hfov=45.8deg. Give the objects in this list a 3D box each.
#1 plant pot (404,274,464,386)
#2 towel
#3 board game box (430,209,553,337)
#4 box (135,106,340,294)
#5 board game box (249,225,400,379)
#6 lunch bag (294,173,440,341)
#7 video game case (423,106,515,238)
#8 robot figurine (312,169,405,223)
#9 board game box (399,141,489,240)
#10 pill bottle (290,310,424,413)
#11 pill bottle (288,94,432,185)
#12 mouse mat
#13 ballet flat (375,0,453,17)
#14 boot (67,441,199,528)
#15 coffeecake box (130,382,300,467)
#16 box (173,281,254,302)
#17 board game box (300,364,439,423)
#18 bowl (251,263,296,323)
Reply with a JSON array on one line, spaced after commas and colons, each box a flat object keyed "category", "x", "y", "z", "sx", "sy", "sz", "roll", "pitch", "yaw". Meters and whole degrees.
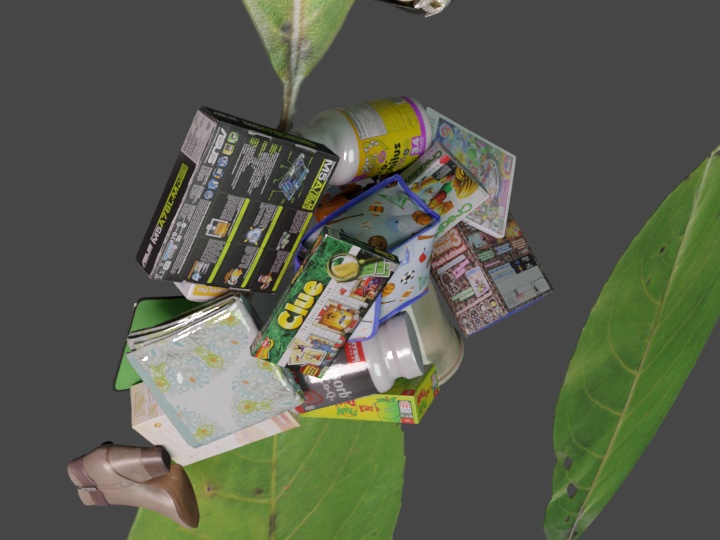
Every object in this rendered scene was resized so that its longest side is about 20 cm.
[{"category": "plant pot", "x": 0.057, "y": 0.074, "z": 1.405, "sx": 0.200, "sy": 0.200, "sz": 0.184, "roll": -32, "pitch": 127, "yaw": -21}, {"category": "towel", "x": -0.189, "y": 0.134, "z": 1.116, "sx": 0.170, "sy": 0.048, "sz": 0.201, "roll": -21, "pitch": 121, "yaw": 8}, {"category": "board game box", "x": 0.199, "y": -0.016, "z": 1.403, "sx": 0.159, "sy": 0.201, "sz": 0.097, "roll": -17, "pitch": 167, "yaw": -48}, {"category": "box", "x": -0.141, "y": -0.074, "z": 1.003, "sx": 0.193, "sy": 0.047, "sz": 0.201, "roll": 7, "pitch": 115, "yaw": -48}, {"category": "board game box", "x": -0.046, "y": 0.045, "z": 1.043, "sx": 0.104, "sy": 0.024, "sz": 0.200, "roll": 22, "pitch": 119, "yaw": -21}, {"category": "lunch bag", "x": 0.000, "y": 0.000, "z": 1.131, "sx": 0.199, "sy": 0.124, "sz": 0.170, "roll": -30, "pitch": 149, "yaw": -24}, {"category": "video game case", "x": 0.161, "y": -0.150, "z": 1.331, "sx": 0.199, "sy": 0.018, "sz": 0.144, "roll": 22, "pitch": 72, "yaw": -33}, {"category": "robot figurine", "x": 0.010, "y": -0.098, "z": 1.300, "sx": 0.199, "sy": 0.058, "sz": 0.146, "roll": -26, "pitch": 137, "yaw": -26}, {"category": "board game box", "x": 0.077, "y": -0.085, "z": 1.249, "sx": 0.200, "sy": 0.035, "sz": 0.126, "roll": -40, "pitch": 136, "yaw": 17}, {"category": "pill bottle", "x": -0.017, "y": 0.128, "z": 1.224, "sx": 0.199, "sy": 0.116, "sz": 0.116, "roll": -16, "pitch": 141, "yaw": 10}, {"category": "pill bottle", "x": -0.004, "y": -0.177, "z": 1.182, "sx": 0.199, "sy": 0.104, "sz": 0.105, "roll": -19, "pitch": 133, "yaw": -32}, {"category": "mouse mat", "x": -0.258, "y": 0.103, "z": 1.248, "sx": 0.199, "sy": 0.008, "sz": 0.162, "roll": -3, "pitch": 123, "yaw": -44}, {"category": "ballet flat", "x": 0.074, "y": -0.368, "z": 1.127, "sx": 0.199, "sy": 0.068, "sz": 0.068, "roll": -11, "pitch": 128, "yaw": -39}, {"category": "boot", "x": -0.339, "y": 0.328, "z": 1.272, "sx": 0.145, "sy": 0.070, "sz": 0.201, "roll": -12, "pitch": 125, "yaw": 5}, {"category": "coffeecake box", "x": -0.210, "y": 0.200, "z": 1.251, "sx": 0.199, "sy": 0.073, "sz": 0.154, "roll": -20, "pitch": 142, "yaw": 7}, {"category": "box", "x": -0.174, "y": -0.071, "z": 1.097, "sx": 0.101, "sy": 0.112, "sz": 0.201, "roll": 5, "pitch": 116, "yaw": -44}, {"category": "board game box", "x": 0.011, "y": 0.187, "z": 1.324, "sx": 0.102, "sy": 0.199, "sz": 0.048, "roll": -44, "pitch": 128, "yaw": -57}, {"category": "bowl", "x": -0.118, "y": 0.111, "z": 1.332, "sx": 0.199, "sy": 0.075, "sz": 0.200, "roll": -37, "pitch": 143, "yaw": -17}]
